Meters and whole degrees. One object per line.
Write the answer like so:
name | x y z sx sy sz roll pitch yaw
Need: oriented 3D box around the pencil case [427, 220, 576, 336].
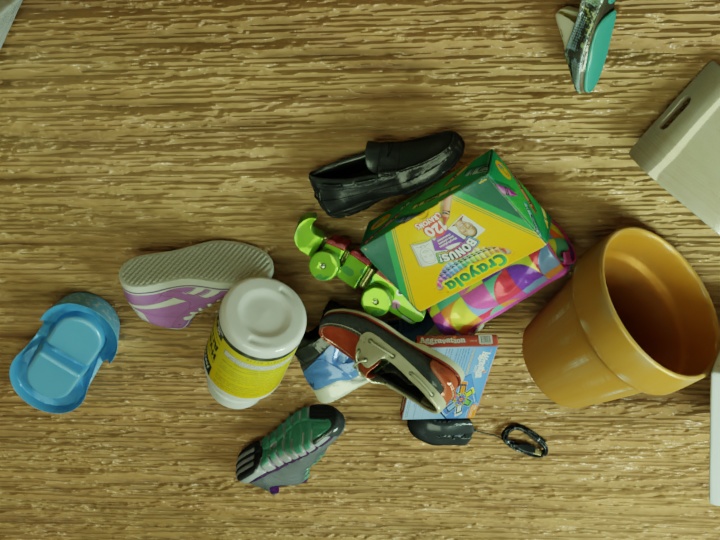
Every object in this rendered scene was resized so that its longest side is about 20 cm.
pencil case | 0.173 0.014 1.582 0.088 0.089 0.200 43 118 -17

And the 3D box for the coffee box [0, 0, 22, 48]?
coffee box | -0.538 -0.265 1.455 0.199 0.198 0.200 30 119 -8

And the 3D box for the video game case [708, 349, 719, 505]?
video game case | 0.462 0.157 1.569 0.023 0.182 0.201 7 123 26

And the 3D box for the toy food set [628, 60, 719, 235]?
toy food set | 0.434 -0.127 1.481 0.200 0.060 0.144 36 108 -15

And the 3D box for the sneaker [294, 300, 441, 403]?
sneaker | 0.006 0.080 1.650 0.199 0.077 0.112 -29 101 12

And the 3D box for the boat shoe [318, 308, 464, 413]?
boat shoe | 0.028 0.110 1.555 0.199 0.063 0.071 25 147 19

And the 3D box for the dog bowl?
dog bowl | -0.403 0.110 1.747 0.111 0.050 0.200 33 119 -11

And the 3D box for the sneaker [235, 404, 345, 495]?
sneaker | -0.081 0.254 1.784 0.200 0.075 0.087 -30 129 31

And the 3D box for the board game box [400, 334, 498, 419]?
board game box | 0.112 0.141 1.645 0.102 0.020 0.200 0 147 -5

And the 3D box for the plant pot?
plant pot | 0.304 0.077 1.551 0.200 0.201 0.183 38 135 -14

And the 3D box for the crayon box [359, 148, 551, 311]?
crayon box | 0.113 -0.045 1.516 0.200 0.058 0.119 -30 116 32

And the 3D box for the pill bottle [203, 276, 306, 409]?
pill bottle | -0.143 0.102 1.640 0.111 0.112 0.200 21 145 -4

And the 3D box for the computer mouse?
computer mouse | 0.161 0.230 1.743 0.199 0.034 0.059 10 121 2

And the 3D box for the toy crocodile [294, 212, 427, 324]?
toy crocodile | 0.000 0.000 1.596 0.200 0.068 0.062 34 111 4

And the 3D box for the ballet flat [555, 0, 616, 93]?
ballet flat | 0.253 -0.297 1.404 0.074 0.074 0.201 13 120 1

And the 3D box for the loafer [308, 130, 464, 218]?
loafer | 0.029 -0.125 1.529 0.200 0.068 0.071 -20 124 23

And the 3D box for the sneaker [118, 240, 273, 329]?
sneaker | -0.207 0.024 1.666 0.199 0.073 0.115 -4 140 5
